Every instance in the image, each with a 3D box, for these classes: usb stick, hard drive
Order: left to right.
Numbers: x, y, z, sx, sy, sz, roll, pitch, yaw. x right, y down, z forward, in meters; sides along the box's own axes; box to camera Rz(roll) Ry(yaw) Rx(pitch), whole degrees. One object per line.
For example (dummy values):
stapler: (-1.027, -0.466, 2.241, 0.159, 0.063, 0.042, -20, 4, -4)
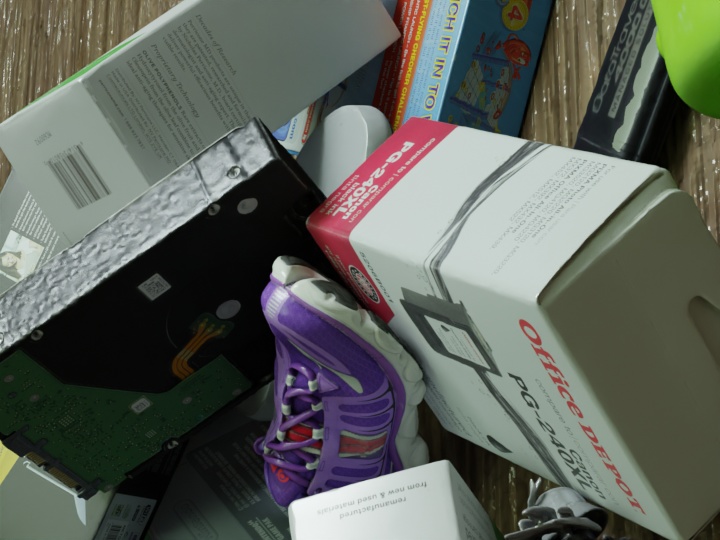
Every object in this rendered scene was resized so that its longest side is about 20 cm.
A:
hard drive: (-0.096, 0.025, 0.922, 0.199, 0.140, 0.038, -36, 51, 6)
usb stick: (0.140, -0.101, 0.906, 0.055, 0.032, 0.202, 40, 114, 64)

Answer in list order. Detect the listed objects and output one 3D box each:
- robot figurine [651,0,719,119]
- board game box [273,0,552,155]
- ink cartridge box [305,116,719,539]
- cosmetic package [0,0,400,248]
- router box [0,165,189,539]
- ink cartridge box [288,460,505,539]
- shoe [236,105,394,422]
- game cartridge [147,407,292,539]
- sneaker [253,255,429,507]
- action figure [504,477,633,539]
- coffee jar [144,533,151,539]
robot figurine: (0.173, -0.142, 0.772, 0.176, 0.114, 0.202, 70, -170, -71)
board game box: (0.031, -0.152, 1.079, 0.195, 0.055, 0.202, 20, 97, 59)
ink cartridge box: (0.082, 0.021, 0.834, 0.083, 0.146, 0.200, -42, 27, -15)
cosmetic package: (-0.085, -0.102, 1.006, 0.107, 0.085, 0.200, -19, 18, 50)
router box: (-0.166, 0.059, 1.046, 0.156, 0.052, 0.202, 26, 90, 27)
ink cartridge box: (0.037, 0.212, 0.842, 0.084, 0.146, 0.202, -17, 59, 11)
shoe: (0.000, 0.000, 1.029, 0.072, 0.090, 0.201, 58, 135, 47)
game cartridge: (-0.050, 0.135, 1.046, 0.200, 0.132, 0.041, 39, 146, 57)
sneaker: (-0.016, 0.073, 0.914, 0.080, 0.083, 0.201, 36, 157, 32)
action figure: (0.102, 0.179, 0.789, 0.069, 0.130, 0.202, -33, 58, 31)
coffee jar: (-0.064, 0.206, 1.077, 0.200, 0.085, 0.105, 40, 122, 56)
